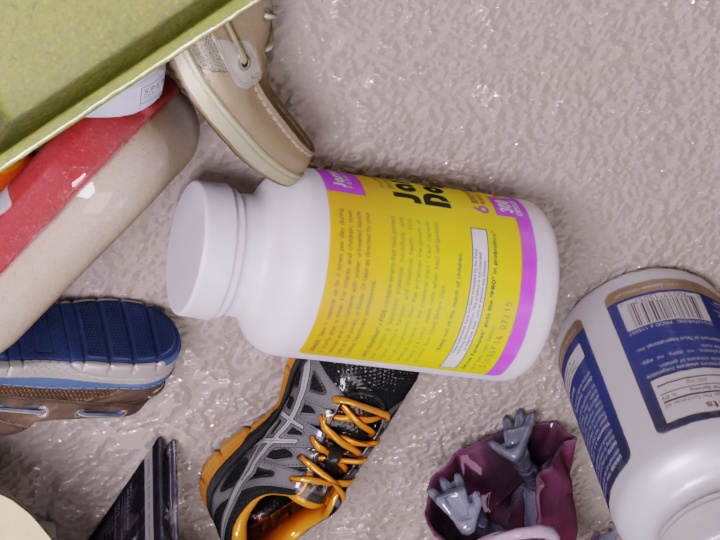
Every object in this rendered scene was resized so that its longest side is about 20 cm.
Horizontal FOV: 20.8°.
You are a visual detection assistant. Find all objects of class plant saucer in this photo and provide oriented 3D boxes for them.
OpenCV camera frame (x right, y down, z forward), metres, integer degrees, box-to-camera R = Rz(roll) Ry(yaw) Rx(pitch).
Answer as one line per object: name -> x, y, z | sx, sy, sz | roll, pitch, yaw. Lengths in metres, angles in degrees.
plant saucer -> -0.132, -0.164, 0.858 | 0.200, 0.200, 0.048 | -32, 169, 7

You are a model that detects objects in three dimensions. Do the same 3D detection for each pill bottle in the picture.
pill bottle -> 0.190, 0.101, 1.144 | 0.111, 0.200, 0.111 | -7, 132, -7
pill bottle -> 0.000, 0.000, 1.072 | 0.200, 0.104, 0.104 | 7, 129, -20

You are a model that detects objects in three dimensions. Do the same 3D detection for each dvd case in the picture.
dvd case -> -0.160, 0.218, 1.196 | 0.016, 0.149, 0.200 | 21, 123, -22

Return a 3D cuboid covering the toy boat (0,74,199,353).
toy boat -> -0.186, -0.046, 0.994 | 0.131, 0.131, 0.200 | 45, 112, -6

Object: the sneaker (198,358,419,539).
sneaker -> -0.023, 0.103, 1.178 | 0.078, 0.077, 0.200 | 21, 121, -27

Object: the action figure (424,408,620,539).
action figure -> 0.117, 0.195, 1.255 | 0.134, 0.149, 0.200 | -20, 119, -4

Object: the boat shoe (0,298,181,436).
boat shoe -> -0.203, 0.057, 1.094 | 0.200, 0.072, 0.072 | 7, 130, -20

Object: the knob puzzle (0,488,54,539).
knob puzzle -> -0.251, 0.188, 1.086 | 0.220, 0.030, 0.220 | -6, 110, -17

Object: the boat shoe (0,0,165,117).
boat shoe -> -0.187, -0.116, 0.925 | 0.200, 0.072, 0.062 | 5, 121, 10

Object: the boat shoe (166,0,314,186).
boat shoe -> -0.071, -0.122, 0.971 | 0.065, 0.072, 0.200 | -36, 125, 3

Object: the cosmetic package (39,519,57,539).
cosmetic package -> -0.308, 0.248, 1.205 | 0.200, 0.123, 0.199 | 12, 127, -22
